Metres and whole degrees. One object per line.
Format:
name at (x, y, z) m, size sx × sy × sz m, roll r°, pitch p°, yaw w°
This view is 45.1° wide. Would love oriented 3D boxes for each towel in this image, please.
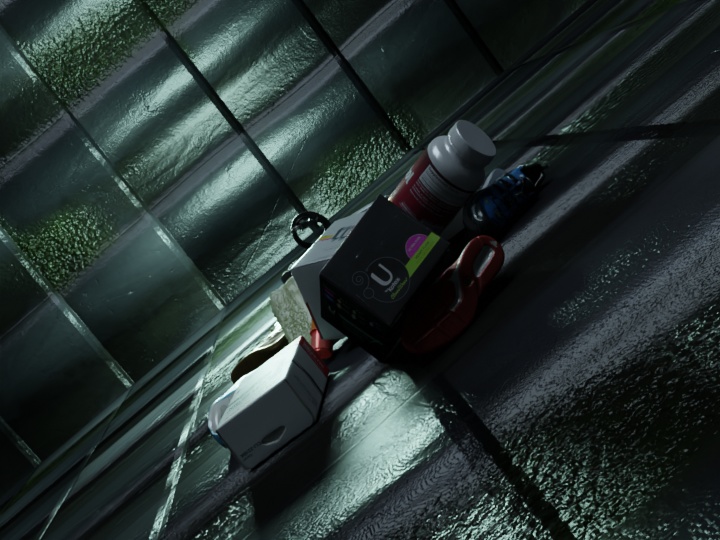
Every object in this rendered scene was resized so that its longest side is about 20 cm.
towel at (-0.093, 0.077, 1.652) m, size 0.148 × 0.036 × 0.201 m, roll -39°, pitch 48°, yaw 6°

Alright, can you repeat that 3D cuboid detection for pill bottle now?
pill bottle at (0.139, -0.152, 1.474) m, size 0.201 × 0.112 × 0.113 m, roll -51°, pitch 1°, yaw 34°

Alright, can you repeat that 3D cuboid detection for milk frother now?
milk frother at (-0.091, -0.037, 1.993) m, size 0.180 × 0.202 × 0.187 m, roll -39°, pitch 9°, yaw -24°

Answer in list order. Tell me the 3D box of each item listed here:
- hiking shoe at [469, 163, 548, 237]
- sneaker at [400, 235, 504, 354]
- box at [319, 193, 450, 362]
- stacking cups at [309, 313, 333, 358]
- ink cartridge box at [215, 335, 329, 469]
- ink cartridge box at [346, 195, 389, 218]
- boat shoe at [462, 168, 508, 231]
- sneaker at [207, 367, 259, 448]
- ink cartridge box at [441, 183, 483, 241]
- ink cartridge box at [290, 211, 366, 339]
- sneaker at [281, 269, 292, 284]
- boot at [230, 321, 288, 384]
hiking shoe at (0.248, -0.128, 1.458) m, size 0.086 × 0.075 × 0.200 m, roll -32°, pitch 12°, yaw 41°
sneaker at (0.123, 0.049, 1.217) m, size 0.200 × 0.078 × 0.116 m, roll -44°, pitch -8°, yaw -18°
box at (0.029, 0.017, 1.236) m, size 0.149 × 0.123 × 0.201 m, roll -52°, pitch -11°, yaw -17°
stacking cups at (-0.070, 0.059, 1.581) m, size 0.060 × 0.060 × 0.203 m, roll -30°, pitch 45°, yaw 42°
ink cartridge box at (-0.135, 0.206, 1.380) m, size 0.143 × 0.084 × 0.200 m, roll -37°, pitch 10°, yaw 12°
ink cartridge box at (-0.019, -0.089, 1.767) m, size 0.198 × 0.044 × 0.196 m, roll -30°, pitch 3°, yaw 5°
boat shoe at (0.219, -0.115, 1.556) m, size 0.067 × 0.069 × 0.201 m, roll -54°, pitch 2°, yaw 40°
sneaker at (-0.204, 0.235, 1.550) m, size 0.080 × 0.077 × 0.201 m, roll -31°, pitch 15°, yaw 32°
ink cartridge box at (0.175, -0.134, 1.740) m, size 0.145 × 0.088 × 0.200 m, roll -40°, pitch 8°, yaw 5°
ink cartridge box at (0.000, 0.000, 1.525) m, size 0.143 × 0.147 × 0.200 m, roll -13°, pitch 21°, yaw 30°
sneaker at (-0.107, 0.058, 1.835) m, size 0.105 × 0.059 × 0.202 m, roll -49°, pitch 46°, yaw 28°
boot at (-0.179, 0.162, 1.790) m, size 0.199 × 0.073 × 0.155 m, roll -39°, pitch 10°, yaw -2°
